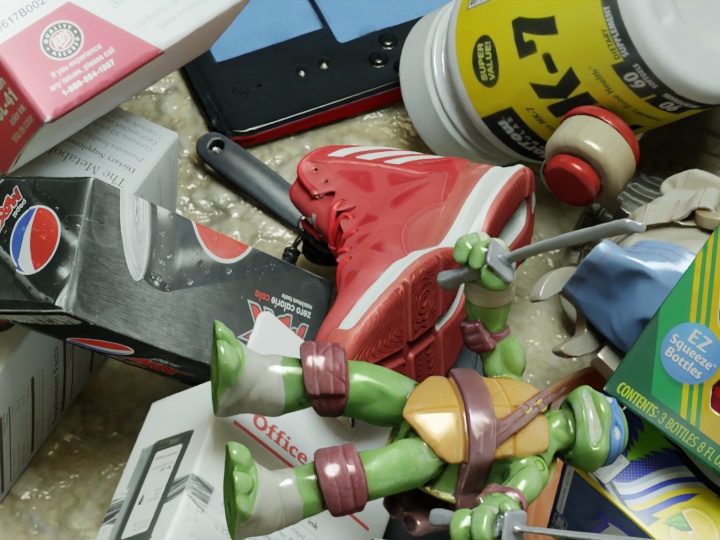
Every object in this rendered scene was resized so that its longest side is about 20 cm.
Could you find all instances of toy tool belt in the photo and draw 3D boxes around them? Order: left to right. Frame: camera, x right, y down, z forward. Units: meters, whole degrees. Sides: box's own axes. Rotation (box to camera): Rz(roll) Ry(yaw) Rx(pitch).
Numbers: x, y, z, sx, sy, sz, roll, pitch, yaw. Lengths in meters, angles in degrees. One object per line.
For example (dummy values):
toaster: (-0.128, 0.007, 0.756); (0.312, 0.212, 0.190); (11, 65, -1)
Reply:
toy tool belt: (0.154, 0.015, 1.443); (0.200, 0.125, 0.123); (38, 58, 6)

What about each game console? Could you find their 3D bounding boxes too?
game console: (-0.034, -0.169, 1.669); (0.176, 0.031, 0.200); (-16, 55, -18)

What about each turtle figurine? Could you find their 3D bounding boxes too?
turtle figurine: (0.035, 0.054, 1.277); (0.193, 0.200, 0.145); (-4, 91, -9)

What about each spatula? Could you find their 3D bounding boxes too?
spatula: (-0.012, -0.019, 1.560); (0.200, 0.021, 0.057); (33, 68, 21)

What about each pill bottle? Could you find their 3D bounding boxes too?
pill bottle: (0.118, -0.122, 1.532); (0.114, 0.200, 0.115); (12, 71, -36)

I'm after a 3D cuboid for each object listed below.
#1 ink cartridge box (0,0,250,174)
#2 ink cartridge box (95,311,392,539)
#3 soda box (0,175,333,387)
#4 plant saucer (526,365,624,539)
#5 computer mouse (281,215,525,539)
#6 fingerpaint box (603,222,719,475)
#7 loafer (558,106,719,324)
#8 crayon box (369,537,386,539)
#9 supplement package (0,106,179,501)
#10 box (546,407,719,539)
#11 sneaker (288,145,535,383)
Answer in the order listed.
ink cartridge box: (-0.171, -0.173, 1.441); (0.147, 0.086, 0.200); (-36, 90, -27)
ink cartridge box: (-0.059, 0.134, 1.369); (0.116, 0.068, 0.200); (41, 51, -26)
soda box: (-0.099, 0.011, 1.413); (0.063, 0.200, 0.071); (3, 78, 36)
plant saucer: (0.161, 0.132, 1.454); (0.199, 0.032, 0.201); (2, 52, -3)
computer mouse: (0.004, 0.045, 1.482); (0.140, 0.046, 0.201); (6, 62, 13)
fingerpaint box: (0.243, 0.044, 1.342); (0.200, 0.167, 0.073); (37, 14, 6)
loafer: (0.173, -0.042, 1.571); (0.076, 0.068, 0.200); (33, 72, 9)
crayon box: (0.092, 0.198, 1.336); (0.199, 0.126, 0.052); (12, 52, 4)
supplement package: (-0.188, 0.009, 1.465); (0.113, 0.110, 0.200); (23, 54, 13)
box: (0.184, 0.153, 1.376); (0.064, 0.070, 0.200); (-34, 63, -29)
sneaker: (0.000, 0.000, 1.445); (0.115, 0.079, 0.200); (14, 30, 25)
